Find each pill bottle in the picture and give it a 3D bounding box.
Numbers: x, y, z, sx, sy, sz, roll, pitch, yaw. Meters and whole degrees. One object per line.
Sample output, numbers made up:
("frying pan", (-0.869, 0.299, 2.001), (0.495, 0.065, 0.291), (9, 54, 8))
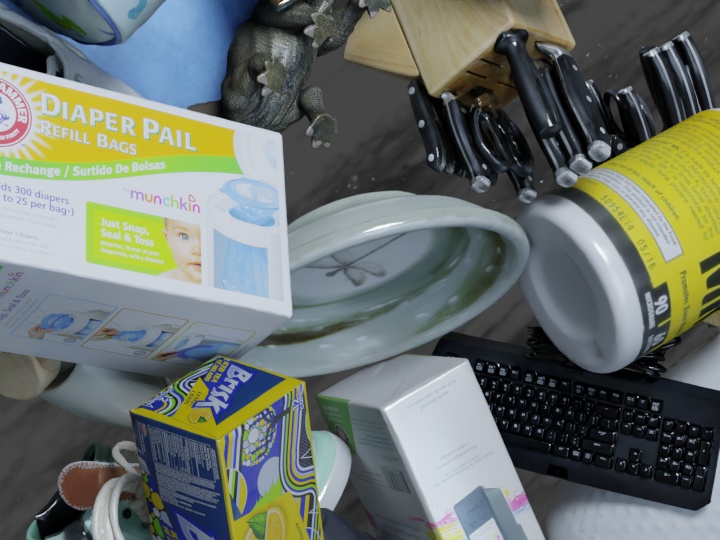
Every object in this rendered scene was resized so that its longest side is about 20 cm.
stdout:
("pill bottle", (0.201, -0.030, 1.011), (0.199, 0.114, 0.115), (-28, 112, -20))

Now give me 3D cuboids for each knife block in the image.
("knife block", (0.226, -0.058, 1.120), (0.199, 0.064, 0.177), (18, 93, -28))
("knife block", (0.081, -0.148, 0.953), (0.064, 0.175, 0.202), (10, 97, -48))

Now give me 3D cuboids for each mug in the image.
("mug", (0.230, 0.156, 1.128), (0.175, 0.148, 0.200), (-40, 152, 17))

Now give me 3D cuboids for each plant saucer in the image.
("plant saucer", (0.000, 0.000, 0.979), (0.198, 0.200, 0.051), (-8, 66, -25))

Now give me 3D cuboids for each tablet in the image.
("tablet", (-0.129, -0.137, 0.954), (0.199, 0.014, 0.131), (-33, 114, -16))

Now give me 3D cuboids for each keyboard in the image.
("keyboard", (0.129, 0.082, 1.042), (0.040, 0.198, 0.105), (-5, 104, -68))

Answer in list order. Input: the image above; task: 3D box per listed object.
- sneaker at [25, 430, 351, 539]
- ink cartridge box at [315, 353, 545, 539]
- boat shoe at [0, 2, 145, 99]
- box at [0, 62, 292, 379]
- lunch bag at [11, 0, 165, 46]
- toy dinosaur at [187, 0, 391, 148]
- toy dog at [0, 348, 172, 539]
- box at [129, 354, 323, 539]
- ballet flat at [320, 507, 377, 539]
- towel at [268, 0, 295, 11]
("sneaker", (-0.102, 0.136, 0.991), (0.200, 0.074, 0.119), (-36, 118, -14))
("ink cartridge box", (0.057, 0.157, 1.032), (0.067, 0.117, 0.201), (-27, 100, -20))
("boat shoe", (-0.177, -0.093, 0.895), (0.199, 0.065, 0.074), (28, 88, -29))
("box", (-0.146, -0.023, 0.847), (0.199, 0.101, 0.113), (11, 60, -31))
("lunch bag", (-0.174, -0.203, 0.827), (0.083, 0.161, 0.200), (-48, 110, -9))
("toy dinosaur", (-0.042, -0.128, 0.941), (0.077, 0.102, 0.201), (26, 87, -37))
("toy dog", (-0.147, 0.078, 0.934), (0.131, 0.096, 0.201), (-25, 88, -44))
("box", (-0.062, 0.152, 0.869), (0.070, 0.064, 0.202), (-32, 126, -43))
("ballet flat", (-0.004, 0.192, 0.996), (0.073, 0.073, 0.200), (-52, 159, -8))
("towel", (-0.010, -0.250, 0.940), (0.199, 0.022, 0.147), (-36, 73, -13))
